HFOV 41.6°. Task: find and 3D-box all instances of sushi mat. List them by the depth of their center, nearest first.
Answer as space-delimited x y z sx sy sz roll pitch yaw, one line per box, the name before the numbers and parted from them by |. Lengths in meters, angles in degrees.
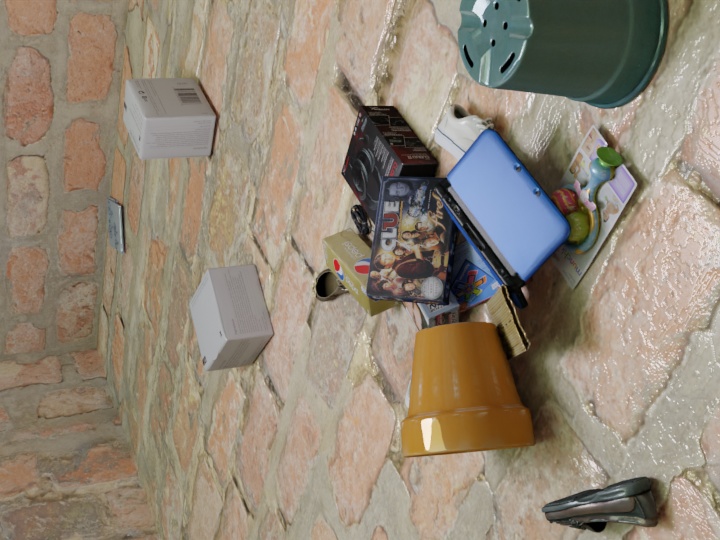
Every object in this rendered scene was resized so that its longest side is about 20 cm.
sushi mat | 0.212 0.078 1.378 0.200 0.012 0.097 78 171 -81

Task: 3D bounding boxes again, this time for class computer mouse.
computer mouse | 0.022 -0.070 1.793 0.200 0.034 0.059 46 135 50

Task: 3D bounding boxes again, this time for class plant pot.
plant pot | 0.238 -0.301 1.175 0.200 0.194 0.204 21 114 59
plant pot | 0.154 0.179 1.428 0.200 0.197 0.186 -27 65 60

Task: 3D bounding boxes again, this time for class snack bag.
snack bag | -0.915 -0.172 3.555 0.199 0.021 0.192 22 114 60

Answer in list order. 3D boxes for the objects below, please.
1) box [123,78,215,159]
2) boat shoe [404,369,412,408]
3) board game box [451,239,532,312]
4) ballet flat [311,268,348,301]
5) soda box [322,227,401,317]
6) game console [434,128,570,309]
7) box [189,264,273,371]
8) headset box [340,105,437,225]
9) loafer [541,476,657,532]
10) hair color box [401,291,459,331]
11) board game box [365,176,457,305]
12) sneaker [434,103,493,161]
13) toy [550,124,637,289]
box | -0.518 -0.411 2.558 0.200 0.197 0.132 57 143 40
boat shoe | 0.134 0.230 1.597 0.202 0.073 0.066 -138 45 -61
board game box | 0.195 -0.006 1.493 0.200 0.019 0.105 -31 67 59
ballet flat | -0.060 0.028 1.951 0.199 0.046 0.069 -10 85 62
soda box | 0.000 0.000 1.797 0.200 0.067 0.065 48 154 48
game console | 0.208 -0.070 1.358 0.201 0.118 0.171 57 -175 23
box | -0.328 0.120 2.385 0.199 0.129 0.202 -50 52 53
headset box | 0.051 -0.174 1.675 0.201 0.076 0.150 60 143 40
loafer | 0.317 0.327 1.275 0.200 0.071 0.064 -39 67 55
hair color box | 0.099 0.027 1.606 0.100 0.060 0.201 82 163 -51
board game box | 0.087 -0.050 1.534 0.134 0.035 0.203 3 78 22
sneaker | 0.178 -0.197 1.437 0.200 0.072 0.072 42 124 47
toy | 0.286 -0.082 1.278 0.116 0.047 0.201 64 145 35
